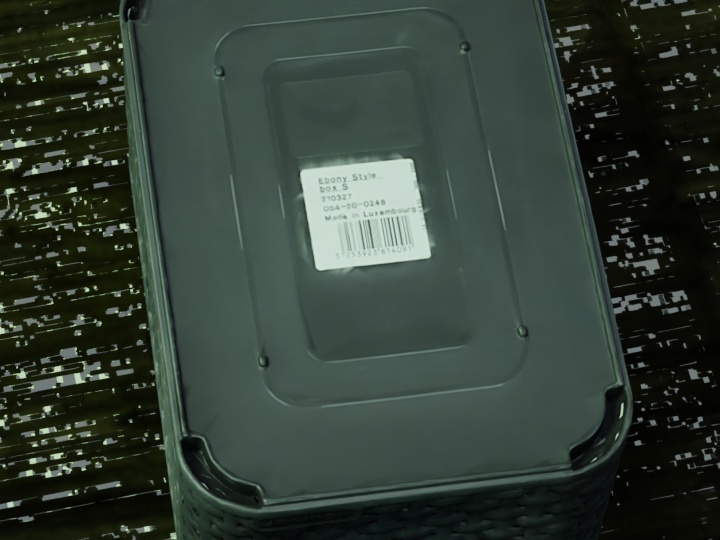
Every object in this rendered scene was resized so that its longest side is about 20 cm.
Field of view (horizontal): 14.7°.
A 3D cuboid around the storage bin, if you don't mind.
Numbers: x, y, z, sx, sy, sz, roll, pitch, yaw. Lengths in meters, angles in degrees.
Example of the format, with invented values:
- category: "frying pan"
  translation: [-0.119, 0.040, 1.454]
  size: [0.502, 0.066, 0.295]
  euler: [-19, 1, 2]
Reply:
- category: "storage bin"
  translation: [0.000, 0.000, 0.885]
  size: [0.135, 0.094, 0.201]
  euler: [-6, 60, -7]
